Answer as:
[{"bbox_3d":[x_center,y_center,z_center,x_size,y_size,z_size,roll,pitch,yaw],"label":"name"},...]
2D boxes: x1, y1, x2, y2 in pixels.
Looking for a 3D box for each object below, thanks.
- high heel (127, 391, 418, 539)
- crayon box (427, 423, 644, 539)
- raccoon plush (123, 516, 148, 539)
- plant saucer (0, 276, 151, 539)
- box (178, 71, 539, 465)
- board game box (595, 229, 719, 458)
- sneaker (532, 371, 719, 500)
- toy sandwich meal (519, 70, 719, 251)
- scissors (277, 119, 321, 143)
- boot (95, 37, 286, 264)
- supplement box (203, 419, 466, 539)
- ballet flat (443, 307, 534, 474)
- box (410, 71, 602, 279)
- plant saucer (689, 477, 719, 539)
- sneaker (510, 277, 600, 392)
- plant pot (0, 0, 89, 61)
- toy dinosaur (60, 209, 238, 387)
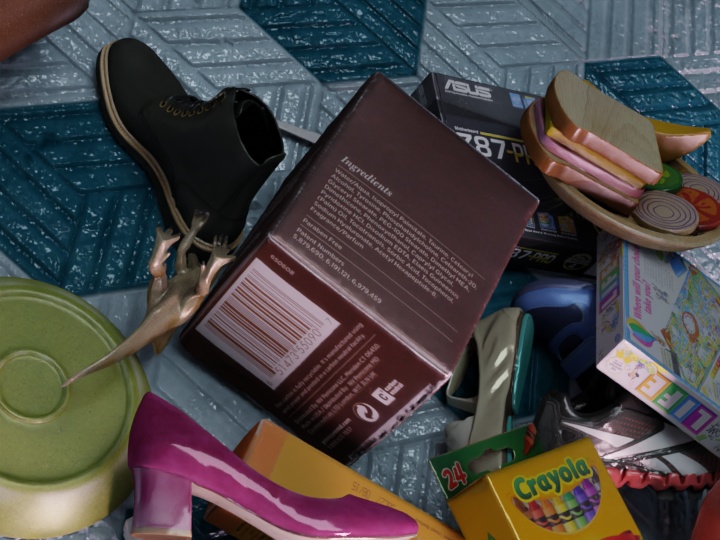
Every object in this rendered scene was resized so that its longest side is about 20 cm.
[{"bbox_3d":[-0.057,0.135,1.113,0.198,0.067,0.097,4,73,-8],"label":"high heel"},{"bbox_3d":[0.144,0.201,1.189,0.126,0.051,0.201,-13,69,-45],"label":"crayon box"},{"bbox_3d":[-0.052,0.219,1.131,0.133,0.097,0.201,-16,69,-45],"label":"raccoon plush"},{"bbox_3d":[-0.231,0.085,1.151,0.198,0.031,0.202,15,53,-21],"label":"plant saucer"},{"bbox_3d":[0.000,0.000,1.246,0.164,0.166,0.201,37,49,-6],"label":"box"},{"bbox_3d":[0.251,0.048,1.344,0.134,0.034,0.201,36,29,-13],"label":"board game box"},{"bbox_3d":[0.222,0.129,1.317,0.198,0.071,0.099,1,95,-14],"label":"sneaker"},{"bbox_3d":[0.230,-0.096,1.410,0.203,0.071,0.206,18,32,-12],"label":"toy sandwich meal"},{"bbox_3d":[0.000,-0.093,1.409,0.198,0.014,0.074,8,59,-28],"label":"scissors"},{"bbox_3d":[-0.124,-0.125,1.278,0.077,0.138,0.201,-20,71,-37],"label":"boot"},{"bbox_3d":[-0.007,0.189,1.188,0.199,0.069,0.067,30,51,-7],"label":"supplement box"},{"bbox_3d":[0.097,0.116,1.304,0.069,0.070,0.201,23,49,-15],"label":"ballet flat"},{"bbox_3d":[0.145,-0.079,1.455,0.198,0.049,0.163,10,53,-31],"label":"box"},{"bbox_3d":[0.295,0.195,1.286,0.037,0.201,0.200,29,43,24],"label":"plant saucer"},{"bbox_3d":[0.209,0.079,1.380,0.199,0.074,0.083,31,52,-7],"label":"sneaker"},{"bbox_3d":[-0.307,-0.223,1.216,0.200,0.200,0.198,48,41,6],"label":"plant pot"},{"bbox_3d":[-0.132,0.021,1.182,0.058,0.102,0.200,27,27,7],"label":"toy dinosaur"}]
